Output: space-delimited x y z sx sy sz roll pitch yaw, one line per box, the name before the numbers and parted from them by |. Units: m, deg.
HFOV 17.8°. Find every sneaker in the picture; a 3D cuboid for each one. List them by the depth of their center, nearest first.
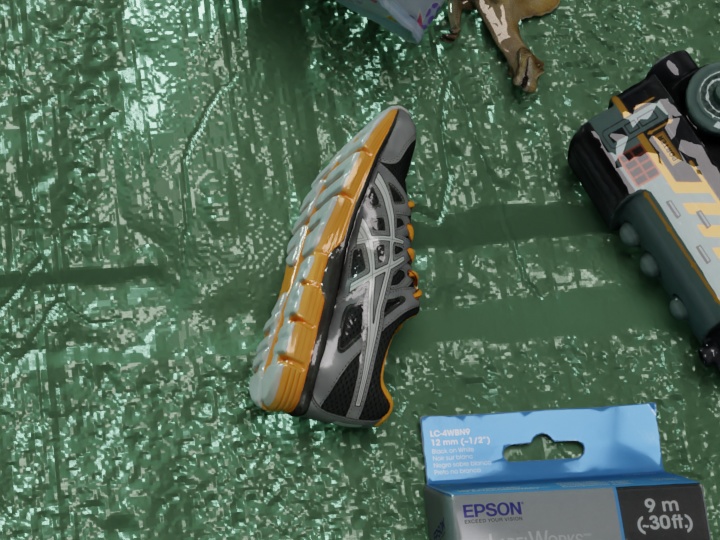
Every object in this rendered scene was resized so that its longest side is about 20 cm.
sneaker | 0.000 0.000 1.298 0.077 0.078 0.201 24 67 -13

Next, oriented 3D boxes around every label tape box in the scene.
label tape box | 0.115 0.160 1.242 0.142 0.066 0.201 -2 68 -10

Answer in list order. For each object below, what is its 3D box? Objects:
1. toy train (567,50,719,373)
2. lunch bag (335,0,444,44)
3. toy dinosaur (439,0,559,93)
toy train | 0.208 -0.031 1.341 0.114 0.085 0.201 -29 75 -8
lunch bag | -0.006 -0.254 1.354 0.199 0.127 0.170 30 84 35
toy dinosaur | 0.084 -0.201 1.418 0.100 0.058 0.201 15 71 -19
